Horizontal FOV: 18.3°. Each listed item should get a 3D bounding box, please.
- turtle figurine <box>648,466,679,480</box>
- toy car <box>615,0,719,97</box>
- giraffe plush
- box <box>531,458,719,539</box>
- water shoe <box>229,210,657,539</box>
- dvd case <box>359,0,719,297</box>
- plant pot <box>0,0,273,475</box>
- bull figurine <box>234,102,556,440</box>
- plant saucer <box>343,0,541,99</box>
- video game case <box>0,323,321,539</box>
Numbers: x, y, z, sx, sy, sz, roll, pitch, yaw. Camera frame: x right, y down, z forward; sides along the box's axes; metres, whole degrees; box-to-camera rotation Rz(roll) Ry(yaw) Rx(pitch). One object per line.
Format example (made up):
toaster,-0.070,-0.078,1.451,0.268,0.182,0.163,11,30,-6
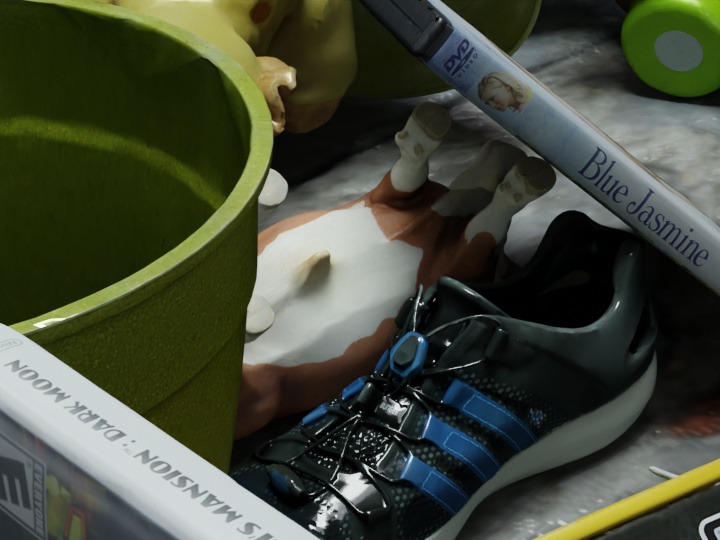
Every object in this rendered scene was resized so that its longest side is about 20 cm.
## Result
turtle figurine,0.181,0.078,0.630,0.199,0.101,0.150,20,43,10
toy car,0.089,-0.166,1.052,0.199,0.158,0.165,-12,34,36
giraffe plush,-0.075,-0.076,0.858,0.200,0.172,0.163,-23,39,41
box,0.095,0.142,0.467,0.159,0.049,0.201,-18,73,-28
water shoe,0.017,0.040,0.723,0.071,0.079,0.200,25,40,38
dvd case,0.072,-0.048,0.789,0.200,0.018,0.143,35,10,-27
plant pot,-0.117,0.053,0.597,0.199,0.194,0.201,-2,31,1
bull figurine,0.000,0.000,0.778,0.200,0.122,0.065,-31,72,-28
plant saucer,-0.019,-0.144,0.929,0.199,0.200,0.031,7,58,15
video game case,-0.026,0.133,0.447,0.023,0.201,0.182,-20,34,-37
